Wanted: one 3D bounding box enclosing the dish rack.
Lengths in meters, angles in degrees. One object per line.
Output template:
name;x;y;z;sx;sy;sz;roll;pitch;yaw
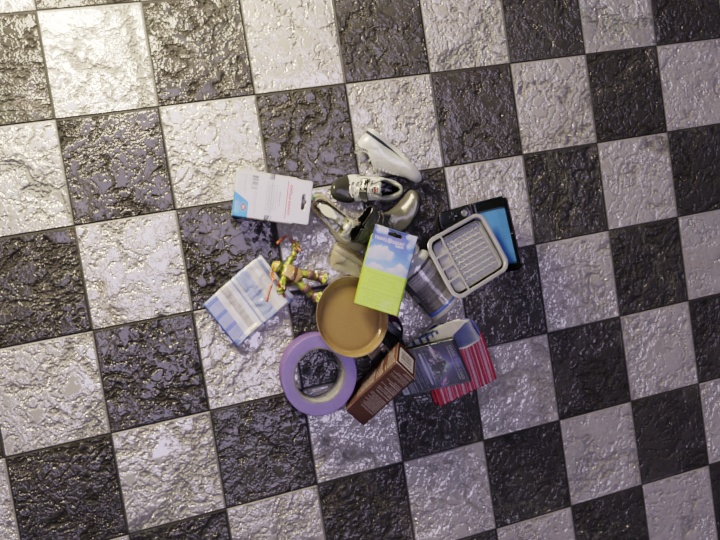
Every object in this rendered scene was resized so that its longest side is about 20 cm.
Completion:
dish rack;0.276;-0.035;1.703;0.196;0.044;0.175;-28;85;-20

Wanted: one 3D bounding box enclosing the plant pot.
plant pot;-0.023;0.118;1.659;0.194;0.027;0.207;3;80;-19

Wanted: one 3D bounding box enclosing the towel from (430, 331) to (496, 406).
towel;0.273;0.272;1.806;0.195;0.022;0.149;-21;94;-14

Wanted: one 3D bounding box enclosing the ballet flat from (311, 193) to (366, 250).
ballet flat;-0.056;-0.123;1.697;0.199;0.069;0.070;40;83;-11

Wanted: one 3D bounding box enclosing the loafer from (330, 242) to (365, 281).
loafer;0.000;0.000;1.711;0.197;0.076;0.069;33;108;-17

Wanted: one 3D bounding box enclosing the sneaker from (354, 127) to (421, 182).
sneaker;0.077;-0.290;1.730;0.198;0.076;0.081;37;94;-7

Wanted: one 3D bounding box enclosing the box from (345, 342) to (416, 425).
box;0.053;0.293;1.671;0.075;0.101;0.200;42;112;-11

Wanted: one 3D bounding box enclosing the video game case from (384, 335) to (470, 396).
video game case;0.176;0.254;1.709;0.195;0.019;0.146;-17;116;20

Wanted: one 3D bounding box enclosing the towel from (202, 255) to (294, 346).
towel;-0.285;0.078;1.667;0.199;0.024;0.148;-40;99;-10

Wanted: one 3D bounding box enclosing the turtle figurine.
turtle figurine;-0.171;0.022;1.665;0.158;0.064;0.204;27;53;-19

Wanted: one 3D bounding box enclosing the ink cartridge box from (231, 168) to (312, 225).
ink cartridge box;-0.225;-0.182;1.654;0.193;0.067;0.120;8;89;-13

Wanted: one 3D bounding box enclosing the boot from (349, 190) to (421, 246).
boot;0.065;-0.136;1.678;0.129;0.068;0.202;26;104;-44

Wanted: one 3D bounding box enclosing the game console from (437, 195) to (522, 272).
game console;0.321;-0.080;1.761;0.166;0.118;0.206;-16;94;-13

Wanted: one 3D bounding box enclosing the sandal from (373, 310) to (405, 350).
sandal;0.072;0.133;1.723;0.047;0.075;0.204;-24;98;33

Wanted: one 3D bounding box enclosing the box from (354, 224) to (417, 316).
box;0.063;0.000;1.638;0.118;0.048;0.206;15;88;-3

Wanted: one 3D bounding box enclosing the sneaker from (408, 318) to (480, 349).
sneaker;0.224;0.169;1.734;0.196;0.115;0.082;-24;98;26

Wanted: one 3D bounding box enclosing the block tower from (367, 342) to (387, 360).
block tower;-0.015;0.149;1.718;0.058;0.054;0.201;-43;99;-8

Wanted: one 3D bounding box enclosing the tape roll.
tape roll;-0.112;0.265;1.681;0.193;0.085;0.207;0;91;-13

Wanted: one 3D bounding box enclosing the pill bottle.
pill bottle;0.166;0.020;1.728;0.114;0.114;0.200;-44;100;-9

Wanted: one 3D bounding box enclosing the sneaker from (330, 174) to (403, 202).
sneaker;0.020;-0.217;1.703;0.193;0.088;0.077;-4;93;-12
